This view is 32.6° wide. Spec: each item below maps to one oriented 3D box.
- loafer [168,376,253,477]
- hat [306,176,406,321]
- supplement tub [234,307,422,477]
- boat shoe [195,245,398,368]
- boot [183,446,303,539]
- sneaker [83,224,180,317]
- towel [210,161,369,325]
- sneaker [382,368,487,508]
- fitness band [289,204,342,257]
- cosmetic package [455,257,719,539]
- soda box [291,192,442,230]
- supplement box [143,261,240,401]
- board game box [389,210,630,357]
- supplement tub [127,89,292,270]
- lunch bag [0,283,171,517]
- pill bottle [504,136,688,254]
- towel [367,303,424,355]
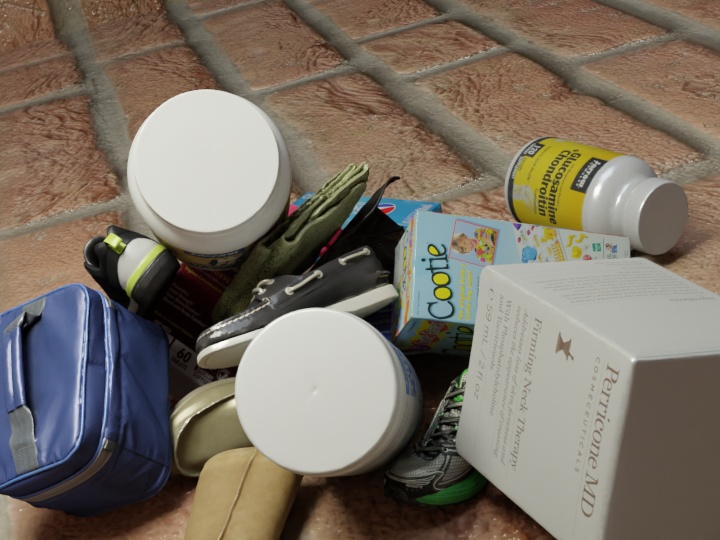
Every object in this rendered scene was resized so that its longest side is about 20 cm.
[{"bbox_3d":[-0.096,0.135,1.147,0.200,0.076,0.068,-25,22,-25],"label":"loafer"},{"bbox_3d":[0.000,0.000,1.249,0.201,0.081,0.201,-51,2,2],"label":"hat"},{"bbox_3d":[-0.020,0.105,1.017,0.132,0.132,0.200,-10,-10,5],"label":"supplement tub"},{"bbox_3d":[-0.060,0.030,1.080,0.200,0.060,0.074,-20,-13,-25],"label":"boat shoe"},{"bbox_3d":[-0.074,0.213,0.994,0.175,0.066,0.200,-5,25,13],"label":"boot"},{"bbox_3d":[-0.219,-0.007,1.162,0.072,0.083,0.200,-55,6,-17],"label":"sneaker"},{"bbox_3d":[-0.068,-0.017,1.172,0.148,0.036,0.200,-43,-3,-35],"label":"towel"},{"bbox_3d":[0.085,0.132,1.062,0.078,0.085,0.200,10,34,38],"label":"sneaker"},{"bbox_3d":[-0.118,-0.047,1.394,0.199,0.144,0.038,10,71,1],"label":"fitness band"},{"bbox_3d":[0.200,0.099,0.939,0.166,0.168,0.200,-2,19,-26],"label":"cosmetic package"},{"bbox_3d":[0.003,-0.046,1.477,0.200,0.068,0.064,7,33,35],"label":"soda box"},{"bbox_3d":[-0.149,0.036,1.265,0.061,0.109,0.200,-43,14,54],"label":"supplement box"},{"bbox_3d":[0.135,0.021,1.129,0.199,0.105,0.103,7,-20,-8],"label":"board game box"},{"bbox_3d":[-0.135,-0.080,1.122,0.144,0.145,0.200,-15,-5,-5],"label":"supplement tub"},{"bbox_3d":[-0.259,0.108,1.099,0.136,0.132,0.200,-22,57,23],"label":"lunch bag"},{"bbox_3d":[0.264,-0.081,1.381,0.112,0.112,0.200,-27,29,-28],"label":"pill bottle"},{"bbox_3d":[0.054,0.029,1.283,0.144,0.024,0.200,-10,26,7],"label":"towel"}]
